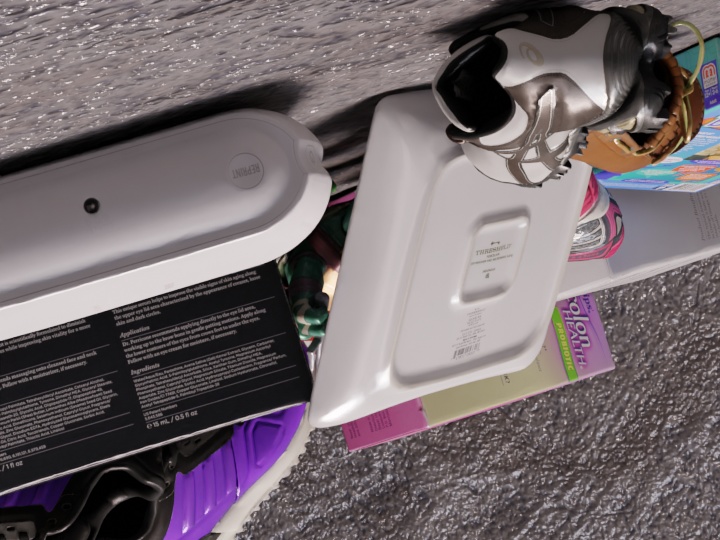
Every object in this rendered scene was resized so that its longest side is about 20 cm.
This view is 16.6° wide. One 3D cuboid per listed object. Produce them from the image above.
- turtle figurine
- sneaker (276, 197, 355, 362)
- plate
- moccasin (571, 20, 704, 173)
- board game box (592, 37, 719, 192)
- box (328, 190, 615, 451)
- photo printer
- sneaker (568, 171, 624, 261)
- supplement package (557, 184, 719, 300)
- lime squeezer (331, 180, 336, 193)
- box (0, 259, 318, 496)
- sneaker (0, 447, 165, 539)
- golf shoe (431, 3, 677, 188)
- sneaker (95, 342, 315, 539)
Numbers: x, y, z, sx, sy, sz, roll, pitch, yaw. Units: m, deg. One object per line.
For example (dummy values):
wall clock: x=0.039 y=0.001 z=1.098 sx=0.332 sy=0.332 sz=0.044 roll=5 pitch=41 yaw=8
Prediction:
turtle figurine: x=0.000 y=0.000 z=1.455 sx=0.200 sy=0.101 sz=0.150 roll=-51 pitch=158 yaw=28
sneaker: x=0.040 y=-0.006 z=1.557 sx=0.200 sy=0.116 sz=0.078 roll=-32 pitch=180 yaw=22
plate: x=0.064 y=-0.011 z=1.383 sx=0.032 sy=0.200 sz=0.199 roll=30 pitch=-152 yaw=34
moccasin: x=0.148 y=-0.096 z=1.344 sx=0.078 sy=0.074 sz=0.201 roll=-10 pitch=170 yaw=28
board game box: x=0.223 y=-0.097 z=1.592 sx=0.152 sy=0.045 sz=0.200 roll=2 pitch=167 yaw=-34
box: x=0.065 y=0.019 z=1.810 sx=0.200 sy=0.176 sz=0.097 roll=-15 pitch=175 yaw=-40
photo printer: x=-0.112 y=-0.022 z=1.198 sx=0.200 sy=0.070 sz=0.166 roll=-17 pitch=176 yaw=-6
sneaker: x=0.078 y=-0.026 z=1.620 sx=0.200 sy=0.081 sz=0.075 roll=-3 pitch=146 yaw=38
supplement package: x=0.179 y=-0.049 z=1.779 sx=0.117 sy=0.117 sz=0.200 roll=-20 pitch=175 yaw=42
lime squeezer: x=-0.094 y=0.000 z=1.561 sx=0.200 sy=0.038 sz=0.071 roll=-37 pitch=157 yaw=-7
box: x=-0.143 y=0.035 z=1.369 sx=0.200 sy=0.141 sz=0.079 roll=-16 pitch=178 yaw=-15
sneaker: x=-0.201 y=0.139 z=1.406 sx=0.200 sy=0.100 sz=0.070 roll=-28 pitch=156 yaw=-13
golf shoe: x=0.071 y=-0.088 z=1.170 sx=0.094 sy=0.078 sz=0.200 roll=2 pitch=169 yaw=-17
sneaker: x=-0.105 y=0.110 z=1.507 sx=0.070 sy=0.200 sz=0.100 roll=19 pitch=161 yaw=44
